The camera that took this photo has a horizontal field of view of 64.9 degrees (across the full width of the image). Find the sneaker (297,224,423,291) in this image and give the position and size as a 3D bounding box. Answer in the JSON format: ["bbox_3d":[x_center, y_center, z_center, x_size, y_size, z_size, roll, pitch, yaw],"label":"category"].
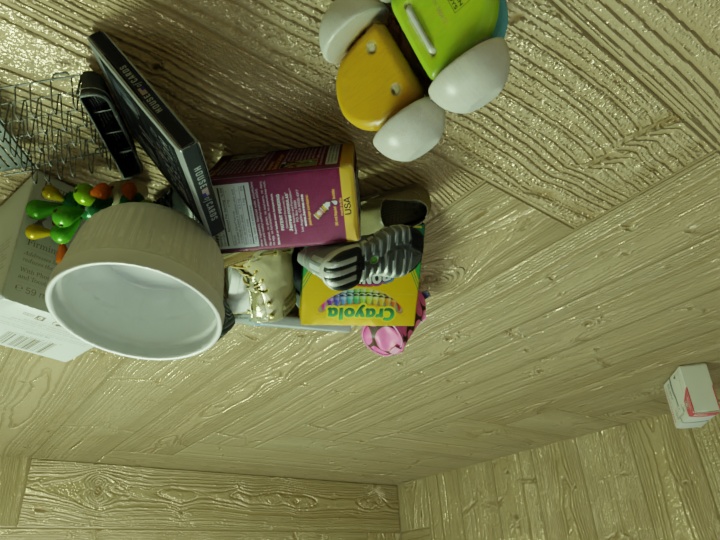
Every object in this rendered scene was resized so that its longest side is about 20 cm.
[{"bbox_3d":[-0.006,-0.034,0.794,0.114,0.077,0.197,21,-157,40],"label":"sneaker"}]

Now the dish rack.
[{"bbox_3d":[-0.384,-0.164,0.690,0.195,0.056,0.154,-12,153,-8],"label":"dish rack"}]

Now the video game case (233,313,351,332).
[{"bbox_3d":[-0.146,0.109,1.169,0.196,0.023,0.181,9,172,-31],"label":"video game case"}]

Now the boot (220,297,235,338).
[{"bbox_3d":[-0.293,0.051,1.074,0.064,0.168,0.200,-22,179,-16],"label":"boot"}]

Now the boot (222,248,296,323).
[{"bbox_3d":[-0.164,0.012,0.857,0.071,0.159,0.199,13,-156,27],"label":"boot"}]

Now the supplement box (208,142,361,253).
[{"bbox_3d":[-0.099,-0.098,0.756,0.195,0.132,0.106,-5,114,3],"label":"supplement box"}]

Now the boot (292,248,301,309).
[{"bbox_3d":[-0.062,-0.017,0.996,0.166,0.077,0.202,-27,124,6],"label":"boot"}]

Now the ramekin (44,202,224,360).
[{"bbox_3d":[-0.256,0.013,0.679,0.195,0.107,0.202,0,142,0],"label":"ramekin"}]

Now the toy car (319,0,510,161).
[{"bbox_3d":[0.068,-0.227,0.582,0.199,0.178,0.149,-34,174,41],"label":"toy car"}]

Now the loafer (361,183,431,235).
[{"bbox_3d":[0.018,-0.076,0.854,0.197,0.068,0.077,-26,106,-2],"label":"loafer"}]

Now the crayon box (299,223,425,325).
[{"bbox_3d":[0.000,0.000,0.939,0.195,0.177,0.058,1,-165,-11],"label":"crayon box"}]

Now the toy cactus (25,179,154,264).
[{"bbox_3d":[-0.341,-0.082,0.764,0.195,0.165,0.105,-9,108,19],"label":"toy cactus"}]

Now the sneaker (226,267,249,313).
[{"bbox_3d":[-0.197,0.029,1.068,0.113,0.076,0.200,2,160,-12],"label":"sneaker"}]

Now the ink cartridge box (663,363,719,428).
[{"bbox_3d":[1.028,0.395,1.762,0.081,0.150,0.201,-8,150,10],"label":"ink cartridge box"}]

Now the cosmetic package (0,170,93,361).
[{"bbox_3d":[-0.461,0.002,0.847,0.164,0.204,0.166,-24,145,33],"label":"cosmetic package"}]

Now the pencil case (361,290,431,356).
[{"bbox_3d":[0.071,0.094,1.087,0.090,0.094,0.200,-36,-178,28],"label":"pencil case"}]

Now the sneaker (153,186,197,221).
[{"bbox_3d":[-0.278,-0.082,0.853,0.077,0.077,0.201,9,148,-17],"label":"sneaker"}]

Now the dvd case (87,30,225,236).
[{"bbox_3d":[-0.226,-0.150,0.638,0.025,0.200,0.151,-33,157,-19],"label":"dvd case"}]
